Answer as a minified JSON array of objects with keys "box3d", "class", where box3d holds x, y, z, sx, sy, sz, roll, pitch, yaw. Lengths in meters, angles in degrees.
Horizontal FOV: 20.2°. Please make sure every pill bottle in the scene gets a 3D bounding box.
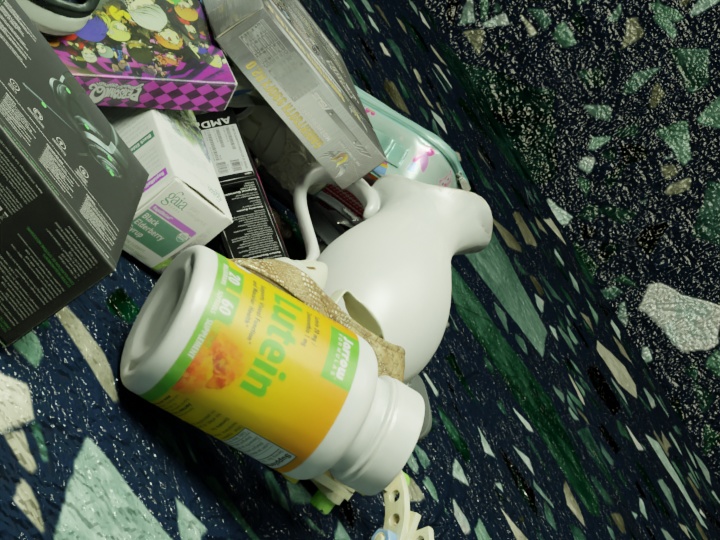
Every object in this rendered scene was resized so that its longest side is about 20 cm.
[{"box3d":[-0.057,0.076,1.406,0.199,0.111,0.111,30,23,-19],"class":"pill bottle"}]

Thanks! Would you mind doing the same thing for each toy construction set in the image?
[{"box3d":[-0.002,0.160,1.580,0.131,0.092,0.200,41,-10,47],"class":"toy construction set"}]

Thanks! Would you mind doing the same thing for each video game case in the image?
[{"box3d":[-0.212,-0.199,1.539,0.198,0.036,0.182,0,50,-34],"class":"video game case"}]

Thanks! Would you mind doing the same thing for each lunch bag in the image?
[{"box3d":[0.009,-0.111,1.875,0.199,0.077,0.161,31,-12,19],"class":"lunch bag"}]

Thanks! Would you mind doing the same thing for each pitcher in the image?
[{"box3d":[0.000,0.000,1.657,0.170,0.122,0.201,21,47,10],"class":"pitcher"}]

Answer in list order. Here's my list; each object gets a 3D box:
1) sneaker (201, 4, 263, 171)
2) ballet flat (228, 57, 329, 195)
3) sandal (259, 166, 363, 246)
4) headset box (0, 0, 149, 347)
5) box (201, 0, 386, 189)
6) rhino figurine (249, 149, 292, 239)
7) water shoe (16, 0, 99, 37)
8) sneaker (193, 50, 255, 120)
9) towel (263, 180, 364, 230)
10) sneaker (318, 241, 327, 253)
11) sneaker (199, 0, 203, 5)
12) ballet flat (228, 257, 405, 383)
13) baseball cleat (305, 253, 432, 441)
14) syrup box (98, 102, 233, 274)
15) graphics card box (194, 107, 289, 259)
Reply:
[{"box3d":[-0.135,-0.167,1.888,0.200,0.072,0.115,44,22,-45],"class":"sneaker"},{"box3d":[-0.091,-0.143,1.787,0.072,0.071,0.201,38,20,-53],"class":"ballet flat"},{"box3d":[-0.024,-0.046,1.791,0.200,0.043,0.076,46,0,38],"class":"sandal"},{"box3d":[-0.230,-0.077,1.298,0.175,0.092,0.200,53,14,-17],"class":"headset box"},{"box3d":[-0.064,-0.183,1.662,0.200,0.048,0.159,48,14,-42],"class":"box"},{"box3d":[-0.098,-0.041,1.760,0.201,0.059,0.087,63,11,16],"class":"rhino figurine"},{"box3d":[-0.272,-0.249,1.447,0.199,0.079,0.072,29,29,-12],"class":"water shoe"},{"box3d":[-0.154,-0.184,1.759,0.146,0.081,0.200,35,28,-9],"class":"sneaker"},{"box3d":[-0.016,-0.058,1.900,0.144,0.023,0.200,36,-13,-11],"class":"towel"},{"box3d":[0.005,-0.001,1.865,0.073,0.072,0.199,57,-25,-13],"class":"sneaker"},{"box3d":[-0.093,-0.249,1.871,0.201,0.086,0.075,55,20,-34],"class":"sneaker"},{"box3d":[-0.035,0.033,1.498,0.200,0.070,0.066,45,54,-38],"class":"ballet flat"},{"box3d":[0.004,0.080,1.788,0.201,0.069,0.106,55,-3,-13],"class":"baseball cleat"},{"box3d":[-0.175,-0.104,1.577,0.079,0.081,0.201,37,25,-50],"class":"syrup box"},{"box3d":[-0.097,-0.015,1.612,0.126,0.050,0.201,92,-20,-50],"class":"graphics card box"}]
